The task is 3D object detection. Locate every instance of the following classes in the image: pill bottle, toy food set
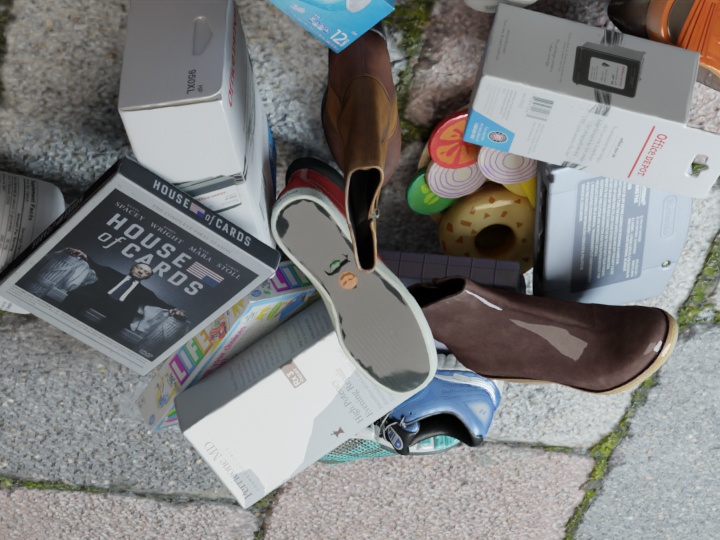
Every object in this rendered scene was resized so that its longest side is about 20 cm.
[{"bbox_3d":[-0.311,-0.028,1.639,0.198,0.114,0.114,13,135,-17],"label":"pill bottle"},{"bbox_3d":[0.139,-0.079,1.669,0.198,0.049,0.198,-19,135,16],"label":"toy food set"}]

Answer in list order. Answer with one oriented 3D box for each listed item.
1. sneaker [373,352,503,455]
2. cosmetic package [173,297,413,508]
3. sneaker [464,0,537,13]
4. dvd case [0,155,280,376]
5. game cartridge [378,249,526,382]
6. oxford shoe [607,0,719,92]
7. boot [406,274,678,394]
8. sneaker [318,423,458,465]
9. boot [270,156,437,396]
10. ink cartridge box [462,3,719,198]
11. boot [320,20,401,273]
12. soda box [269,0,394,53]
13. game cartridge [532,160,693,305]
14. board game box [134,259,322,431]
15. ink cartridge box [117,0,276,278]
[{"bbox_3d":[0.027,0.114,1.785,0.198,0.090,0.079,10,153,4],"label":"sneaker"},{"bbox_3d":[-0.053,0.106,1.712,0.199,0.074,0.102,-36,115,3],"label":"cosmetic package"},{"bbox_3d":[0.151,-0.249,1.451,0.198,0.075,0.100,-10,133,25],"label":"sneaker"},{"bbox_3d":[-0.178,0.001,1.547,0.150,0.025,0.200,32,137,-22],"label":"dvd case"},{"bbox_3d":[0.085,0.042,1.759,0.128,0.039,0.200,1,153,6],"label":"game cartridge"},{"bbox_3d":[0.275,-0.182,1.566,0.199,0.072,0.073,23,175,-43],"label":"oxford shoe"},{"bbox_3d":[0.143,0.048,1.636,0.166,0.073,0.199,27,151,-36],"label":"boot"},{"bbox_3d":[-0.002,0.151,1.901,0.198,0.078,0.091,5,152,-5],"label":"sneaker"},{"bbox_3d":[0.000,0.000,1.633,0.072,0.144,0.201,-31,104,11],"label":"boot"},{"bbox_3d":[0.187,-0.128,1.515,0.198,0.067,0.116,14,158,0],"label":"ink cartridge box"},{"bbox_3d":[0.009,-0.078,1.546,0.068,0.201,0.189,0,137,-6],"label":"boot"},{"bbox_3d":[-0.064,-0.250,1.453,0.064,0.068,0.199,-34,129,29],"label":"soda box"},{"bbox_3d":[0.212,-0.046,1.651,0.132,0.042,0.201,-16,138,-12],"label":"game cartridge"},{"bbox_3d":[-0.101,0.063,1.759,0.134,0.034,0.200,-13,152,-44],"label":"board game box"},{"bbox_3d":[-0.123,-0.108,1.544,0.083,0.145,0.201,-7,137,6],"label":"ink cartridge box"}]
